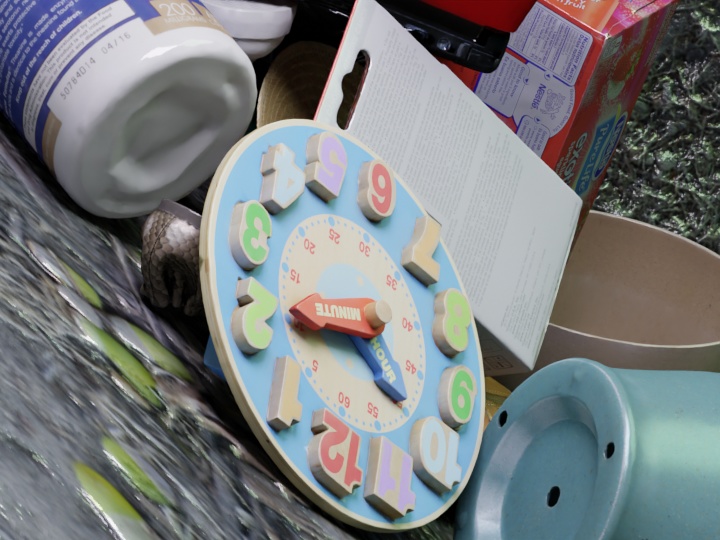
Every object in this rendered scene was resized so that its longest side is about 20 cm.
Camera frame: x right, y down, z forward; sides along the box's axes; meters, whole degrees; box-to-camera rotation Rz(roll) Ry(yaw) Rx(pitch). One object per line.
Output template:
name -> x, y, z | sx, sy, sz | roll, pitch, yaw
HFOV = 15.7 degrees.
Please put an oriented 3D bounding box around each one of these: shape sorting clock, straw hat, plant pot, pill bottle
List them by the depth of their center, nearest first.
shape sorting clock -> -0.003, 0.024, 1.213 | 0.200, 0.039, 0.201 | 24, 58, -45
plant pot -> 0.155, 0.135, 1.270 | 0.188, 0.200, 0.200 | 23, 17, -27
pill bottle -> -0.148, -0.128, 1.297 | 0.200, 0.111, 0.111 | 49, 9, 30
straw hat -> -0.029, -0.021, 1.403 | 0.201, 0.085, 0.201 | 42, 34, -37
plant pot -> 0.138, 0.061, 1.619 | 0.200, 0.135, 0.200 | 9, 24, -4

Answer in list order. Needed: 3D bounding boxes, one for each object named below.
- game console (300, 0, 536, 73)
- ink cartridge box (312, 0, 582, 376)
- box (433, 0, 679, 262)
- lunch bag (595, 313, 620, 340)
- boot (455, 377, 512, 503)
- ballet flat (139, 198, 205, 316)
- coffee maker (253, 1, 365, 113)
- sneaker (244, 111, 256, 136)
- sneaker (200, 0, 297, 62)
game console -> -0.004, -0.192, 1.336 | 0.200, 0.119, 0.172 | 21, 9, -18
ink cartridge box -> 0.030, -0.041, 1.342 | 0.050, 0.109, 0.200 | -8, -38, 42
box -> 0.091, -0.089, 1.497 | 0.100, 0.200, 0.095 | 34, 36, 20
lunch bag -> 0.142, 0.064, 1.792 | 0.200, 0.122, 0.170 | 41, 5, 15
boot -> 0.086, 0.116, 1.398 | 0.200, 0.074, 0.155 | 36, 7, 26
ballet flat -> -0.055, 0.023, 1.276 | 0.067, 0.046, 0.200 | 24, -10, 29
coffee maker -> 0.001, -0.149, 1.548 | 0.192, 0.135, 0.200 | 31, -14, 1
sneaker -> -0.052, -0.090, 1.671 | 0.200, 0.093, 0.070 | 43, 8, -15
sneaker -> -0.088, -0.101, 1.397 | 0.073, 0.116, 0.200 | 6, 8, -18
